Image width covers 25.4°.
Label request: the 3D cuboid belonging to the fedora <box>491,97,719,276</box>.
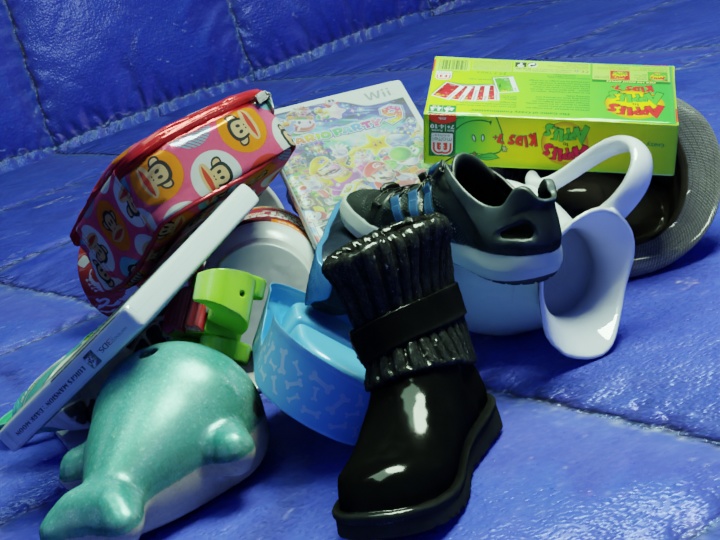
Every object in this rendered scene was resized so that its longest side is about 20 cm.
[{"bbox_3d":[0.204,-0.067,1.368,0.198,0.179,0.090,-1,-18,5],"label":"fedora"}]

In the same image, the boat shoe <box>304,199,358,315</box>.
[{"bbox_3d":[0.000,0.000,1.246,0.068,0.085,0.200,12,22,2],"label":"boat shoe"}]

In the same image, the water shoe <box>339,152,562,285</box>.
[{"bbox_3d":[0.067,-0.049,1.153,0.199,0.080,0.071,17,23,40],"label":"water shoe"}]

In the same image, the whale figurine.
[{"bbox_3d":[-0.147,0.117,1.092,0.158,0.105,0.200,-9,17,27],"label":"whale figurine"}]

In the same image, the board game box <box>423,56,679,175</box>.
[{"bbox_3d":[0.154,-0.126,1.294,0.198,0.048,0.102,3,35,7],"label":"board game box"}]

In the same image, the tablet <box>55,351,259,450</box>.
[{"bbox_3d":[-0.157,0.106,1.343,0.199,0.014,0.130,-22,15,-17],"label":"tablet"}]

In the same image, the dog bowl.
[{"bbox_3d":[-0.027,0.068,1.154,0.050,0.111,0.200,-60,11,8],"label":"dog bowl"}]

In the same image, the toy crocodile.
[{"bbox_3d":[-0.118,0.034,1.214,0.061,0.068,0.200,16,-10,-18],"label":"toy crocodile"}]

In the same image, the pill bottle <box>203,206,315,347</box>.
[{"bbox_3d":[-0.084,0.007,1.407,0.109,0.111,0.200,-16,9,0],"label":"pill bottle"}]

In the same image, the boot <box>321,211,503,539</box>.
[{"bbox_3d":[0.020,0.061,0.998,0.079,0.159,0.211,-11,14,20],"label":"boot"}]

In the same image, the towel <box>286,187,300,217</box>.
[{"bbox_3d":[0.027,-0.049,1.432,0.111,0.049,0.200,-37,54,-17],"label":"towel"}]

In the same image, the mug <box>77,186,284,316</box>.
[{"bbox_3d":[-0.170,-0.003,1.627,0.199,0.177,0.134,-10,51,40],"label":"mug"}]

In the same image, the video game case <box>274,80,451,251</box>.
[{"bbox_3d":[0.001,-0.093,1.424,0.142,0.018,0.201,-15,44,-11],"label":"video game case"}]

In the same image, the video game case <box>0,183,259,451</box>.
[{"bbox_3d":[-0.172,0.034,1.205,0.182,0.023,0.200,-42,6,35],"label":"video game case"}]

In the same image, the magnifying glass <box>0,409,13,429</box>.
[{"bbox_3d":[-0.264,0.105,1.439,0.079,0.023,0.200,-24,8,18],"label":"magnifying glass"}]

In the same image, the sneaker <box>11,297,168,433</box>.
[{"bbox_3d":[-0.219,0.079,1.347,0.079,0.078,0.200,-21,8,33],"label":"sneaker"}]

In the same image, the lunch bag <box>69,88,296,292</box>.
[{"bbox_3d":[-0.137,-0.068,1.324,0.175,0.082,0.200,-30,-5,-33],"label":"lunch bag"}]

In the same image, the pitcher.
[{"bbox_3d":[0.133,-0.029,1.231,0.200,0.121,0.173,14,73,60],"label":"pitcher"}]
